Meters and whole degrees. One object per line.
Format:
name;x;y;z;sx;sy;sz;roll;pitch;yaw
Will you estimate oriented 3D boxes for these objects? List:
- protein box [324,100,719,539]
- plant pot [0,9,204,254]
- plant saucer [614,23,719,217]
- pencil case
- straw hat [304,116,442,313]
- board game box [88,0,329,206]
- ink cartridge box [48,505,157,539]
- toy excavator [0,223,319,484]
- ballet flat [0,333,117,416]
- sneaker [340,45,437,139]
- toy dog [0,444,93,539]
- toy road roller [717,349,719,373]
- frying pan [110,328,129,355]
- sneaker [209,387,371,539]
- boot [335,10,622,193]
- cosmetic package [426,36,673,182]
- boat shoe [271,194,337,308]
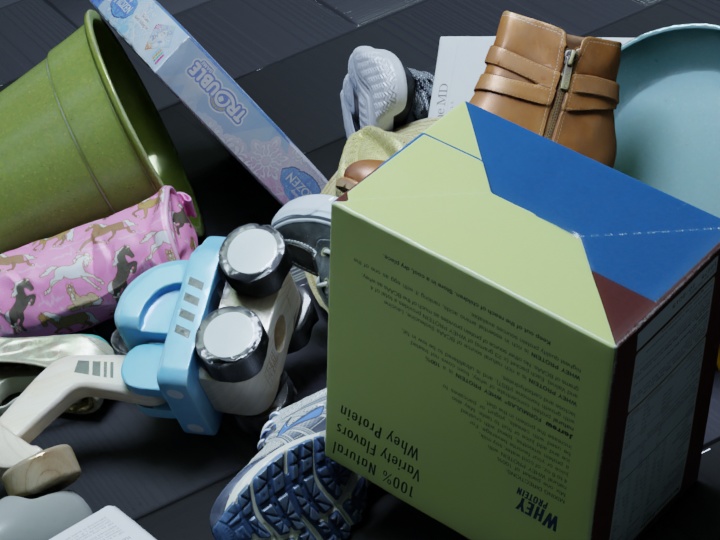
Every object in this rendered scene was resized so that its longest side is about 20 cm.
protein box;0.096;0.045;1.340;0.198;0.201;0.135;27;45;28
plant pot;-0.253;-0.077;1.812;0.189;0.201;0.200;-26;28;5
plant saucer;0.233;-0.073;1.603;0.199;0.202;0.036;-1;-11;24
pencil case;-0.215;0.002;1.715;0.199;0.087;0.083;-17;-6;11
straw hat;0.024;-0.057;1.645;0.200;0.085;0.202;-17;50;21
board game box;-0.118;-0.139;1.821;0.043;0.200;0.199;-43;32;1
ink cartridge box;-0.145;0.234;1.286;0.146;0.086;0.200;-29;33;-24
toy excavator;-0.147;0.065;1.548;0.198;0.100;0.196;4;60;19
ballet flat;-0.273;0.081;1.643;0.198;0.068;0.063;-6;39;15
sneaker;0.048;-0.140;1.810;0.113;0.076;0.200;-10;-7;-8
toy dog;-0.241;0.182;1.407;0.199;0.096;0.133;3;60;-30
toy road roller;0.304;0.018;1.428;0.200;0.124;0.146;-35;23;-32
frying pan;-0.122;0.036;1.683;0.114;0.031;0.190;-6;19;6
sneaker;-0.033;0.126;1.456;0.085;0.078;0.200;-1;23;43
boot;0.087;-0.101;1.558;0.198;0.157;0.077;9;7;-15
cosmetic package;0.154;-0.115;1.721;0.199;0.114;0.081;2;-11;28
boat shoe;0.000;0.000;1.546;0.199;0.072;0.071;13;65;47
